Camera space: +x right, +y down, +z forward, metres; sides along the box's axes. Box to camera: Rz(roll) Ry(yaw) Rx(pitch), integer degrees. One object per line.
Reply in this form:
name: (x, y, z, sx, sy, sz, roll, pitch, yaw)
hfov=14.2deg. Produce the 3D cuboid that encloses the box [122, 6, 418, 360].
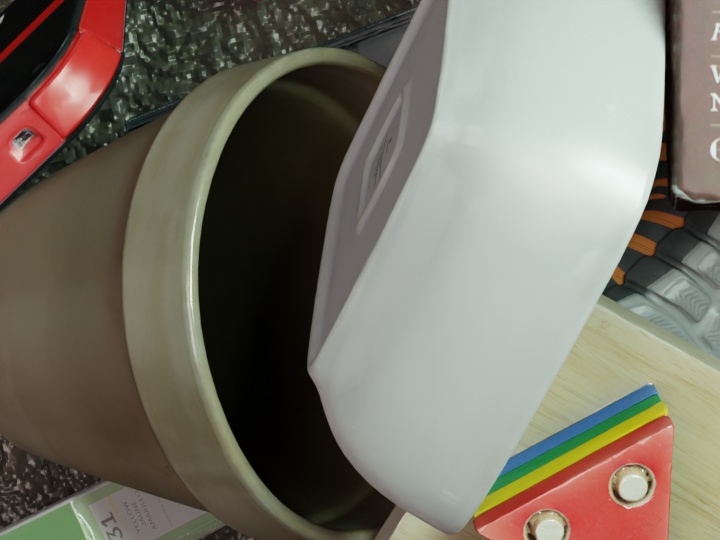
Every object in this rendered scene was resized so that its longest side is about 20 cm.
box: (0.000, 0.000, 1.292, 0.159, 0.046, 0.201, -19, 89, 22)

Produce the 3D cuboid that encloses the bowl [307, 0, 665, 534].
bowl: (0.041, -0.031, 1.070, 0.074, 0.200, 0.200, 20, 128, -9)

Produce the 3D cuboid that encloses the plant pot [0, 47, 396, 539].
plant pot: (-0.069, 0.018, 1.211, 0.173, 0.200, 0.201, -7, 94, 38)

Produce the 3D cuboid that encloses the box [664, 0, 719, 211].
box: (0.195, -0.120, 1.062, 0.165, 0.164, 0.201, 0, 90, 7)

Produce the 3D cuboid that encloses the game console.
game console: (-0.176, -0.059, 1.296, 0.200, 0.177, 0.031, -41, 109, 19)

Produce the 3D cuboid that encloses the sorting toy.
sorting toy: (0.110, 0.137, 1.135, 0.200, 0.070, 0.199, 28, 104, -12)

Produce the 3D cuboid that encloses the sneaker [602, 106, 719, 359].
sneaker: (0.113, 0.000, 1.212, 0.200, 0.078, 0.112, -43, 38, -1)

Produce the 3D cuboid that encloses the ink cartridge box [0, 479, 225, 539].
ink cartridge box: (-0.160, 0.140, 1.270, 0.145, 0.200, 0.048, -27, 87, 40)
